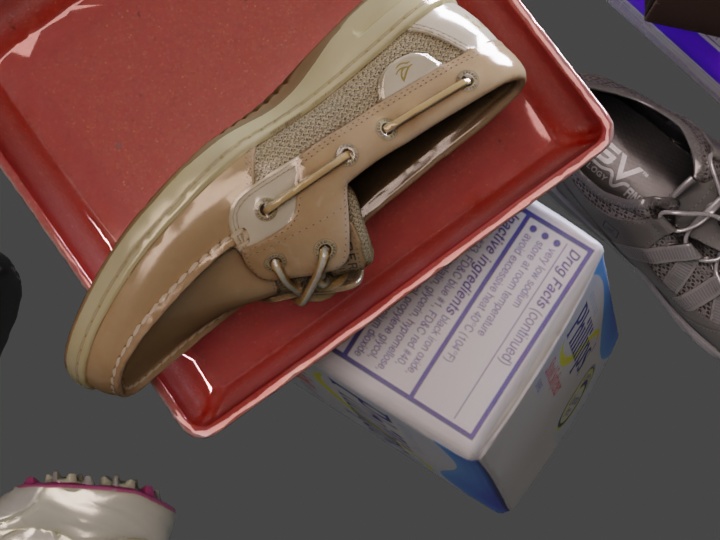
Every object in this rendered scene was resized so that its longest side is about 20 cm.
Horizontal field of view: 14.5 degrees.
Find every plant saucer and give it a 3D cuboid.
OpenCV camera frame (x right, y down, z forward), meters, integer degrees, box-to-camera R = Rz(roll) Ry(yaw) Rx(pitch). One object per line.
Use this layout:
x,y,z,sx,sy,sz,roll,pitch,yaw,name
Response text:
-0.036,-0.067,1.097,0.199,0.037,0.200,-36,77,-2,plant saucer

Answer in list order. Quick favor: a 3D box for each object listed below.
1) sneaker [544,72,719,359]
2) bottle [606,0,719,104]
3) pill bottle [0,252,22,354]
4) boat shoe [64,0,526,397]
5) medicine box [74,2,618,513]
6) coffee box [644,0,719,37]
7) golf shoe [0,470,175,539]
0.148,-0.016,1.228,0.200,0.082,0.075,34,84,12,sneaker
0.189,-0.103,1.249,0.200,0.065,0.084,43,80,13,bottle
-0.261,-0.005,1.259,0.200,0.112,0.112,31,83,11,pill bottle
-0.024,-0.022,1.031,0.065,0.071,0.200,43,84,14,boat shoe
0.000,0.000,1.191,0.200,0.182,0.103,33,84,13,medicine box
0.184,-0.195,1.212,0.113,0.080,0.201,12,55,-12,coffee box
-0.181,0.136,1.242,0.199,0.075,0.092,-1,81,8,golf shoe
